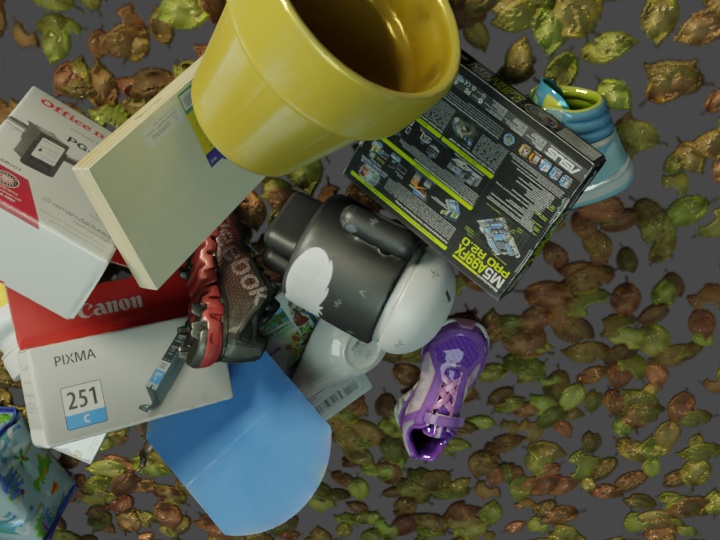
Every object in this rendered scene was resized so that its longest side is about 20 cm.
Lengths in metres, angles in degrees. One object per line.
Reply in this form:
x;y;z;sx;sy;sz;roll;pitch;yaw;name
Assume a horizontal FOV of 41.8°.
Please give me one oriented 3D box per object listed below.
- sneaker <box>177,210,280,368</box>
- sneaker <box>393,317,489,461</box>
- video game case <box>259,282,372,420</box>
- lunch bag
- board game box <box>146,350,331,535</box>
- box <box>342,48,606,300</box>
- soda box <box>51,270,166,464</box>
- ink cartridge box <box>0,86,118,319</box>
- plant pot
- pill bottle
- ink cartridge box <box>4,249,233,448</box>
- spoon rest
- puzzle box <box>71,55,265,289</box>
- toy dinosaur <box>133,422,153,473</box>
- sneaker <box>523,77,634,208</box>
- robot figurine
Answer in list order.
-0.131;0.009;0.953;0.097;0.202;0.071;10;144;-24;sneaker
0.096;0.146;1.096;0.080;0.089;0.201;16;125;-7;sneaker
-0.105;0.125;1.078;0.199;0.022;0.183;-34;122;-8;video game case
-0.500;0.270;1.211;0.198;0.128;0.171;-3;130;22;lunch bag
-0.126;0.177;1.014;0.158;0.039;0.200;-42;82;-3;board game box
0.100;-0.097;0.875;0.200;0.044;0.161;40;120;15;box
-0.278;0.107;1.028;0.068;0.064;0.201;26;106;-11;soda box
-0.292;-0.071;0.890;0.145;0.201;0.083;31;120;-18;ink cartridge box
-0.047;-0.182;0.807;0.200;0.202;0.188;35;137;-21;plant pot
-0.360;0.003;0.954;0.112;0.112;0.201;-31;88;24;pill bottle
-0.235;0.063;0.929;0.045;0.199;0.178;-11;90;54;ink cartridge box
-0.038;0.116;1.064;0.099;0.061;0.201;40;83;-34;spoon rest
-0.163;-0.096;0.872;0.025;0.200;0.134;6;133;36;puzzle box
-0.249;0.141;1.124;0.200;0.086;0.136;-41;84;12;toy dinosaur
0.154;-0.112;0.908;0.199;0.080;0.131;-22;125;7;sneaker
0.001;-0.001;0.957;0.199;0.150;0.126;28;99;7;robot figurine
